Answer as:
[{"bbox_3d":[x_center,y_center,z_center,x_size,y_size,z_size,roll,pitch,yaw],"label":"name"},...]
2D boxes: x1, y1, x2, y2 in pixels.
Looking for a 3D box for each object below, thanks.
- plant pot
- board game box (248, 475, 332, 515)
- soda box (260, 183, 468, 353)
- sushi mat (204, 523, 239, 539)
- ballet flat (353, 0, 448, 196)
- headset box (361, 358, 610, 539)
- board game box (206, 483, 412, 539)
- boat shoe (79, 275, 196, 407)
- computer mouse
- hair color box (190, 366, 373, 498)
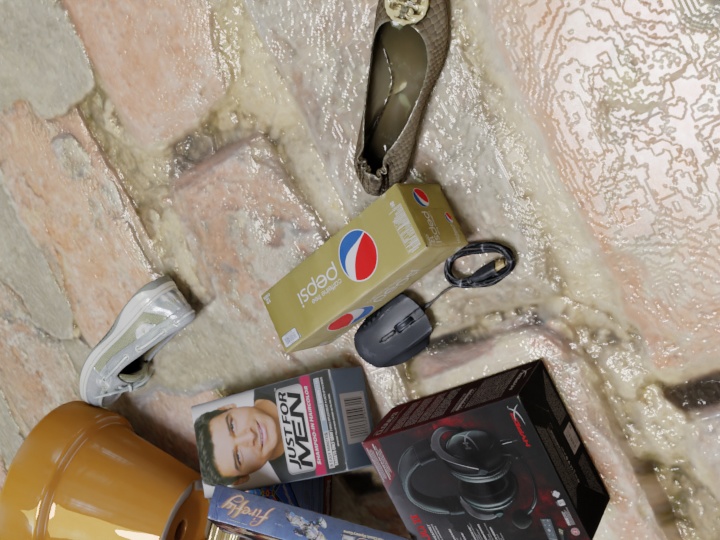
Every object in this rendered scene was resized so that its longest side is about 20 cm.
[{"bbox_3d":[-0.274,0.270,1.077,0.181,0.200,0.203,13,117,17],"label":"plant pot"},{"bbox_3d":[-0.081,0.292,1.076,0.102,0.019,0.203,14,117,24],"label":"board game box"},{"bbox_3d":[0.000,0.000,0.868,0.199,0.067,0.065,-37,71,36],"label":"soda box"},{"bbox_3d":[-0.197,0.363,1.116,0.095,0.012,0.203,16,89,35],"label":"sushi mat"},{"bbox_3d":[0.028,-0.155,0.807,0.067,0.046,0.202,24,120,19],"label":"ballet flat"},{"bbox_3d":[0.107,0.189,0.889,0.198,0.077,0.150,-23,98,33],"label":"headset box"},{"bbox_3d":[-0.050,0.268,0.958,0.197,0.035,0.136,15,159,5],"label":"board game box"},{"bbox_3d":[-0.251,0.093,1.060,0.065,0.074,0.202,45,119,10],"label":"boat shoe"},{"bbox_3d":[0.062,0.035,0.876,0.059,0.034,0.200,51,125,3],"label":"computer mouse"},{"bbox_3d":[-0.082,0.169,0.982,0.198,0.060,0.101,-19,77,35],"label":"hair color box"}]
